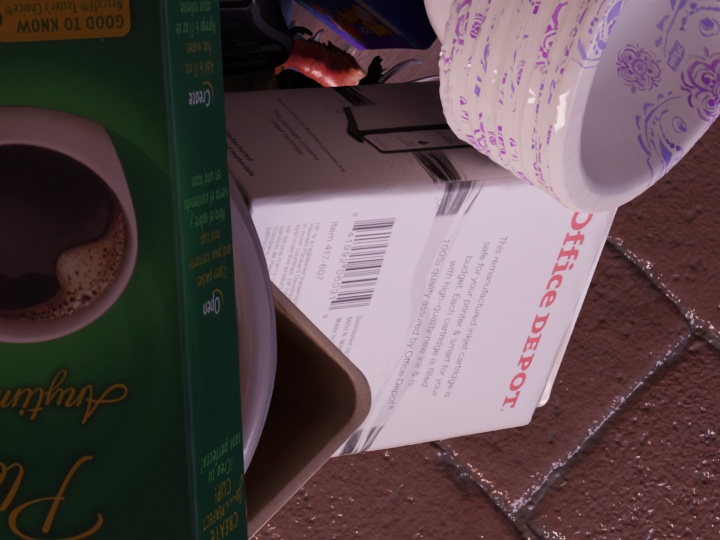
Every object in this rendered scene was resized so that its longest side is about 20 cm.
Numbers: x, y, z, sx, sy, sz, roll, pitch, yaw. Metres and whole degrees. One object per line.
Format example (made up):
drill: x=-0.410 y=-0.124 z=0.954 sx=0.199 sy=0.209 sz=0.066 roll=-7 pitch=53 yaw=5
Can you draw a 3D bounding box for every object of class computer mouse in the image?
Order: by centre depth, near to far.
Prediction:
computer mouse: x=-0.044 y=-0.120 z=0.844 sx=0.139 sy=0.046 sz=0.200 roll=-7 pitch=173 yaw=11

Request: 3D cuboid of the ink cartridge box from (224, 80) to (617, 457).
ink cartridge box: x=0.000 y=0.000 z=0.939 sx=0.199 sy=0.084 sz=0.147 roll=-6 pitch=128 yaw=-35

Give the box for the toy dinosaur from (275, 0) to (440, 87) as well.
toy dinosaur: x=-0.030 y=-0.090 z=1.143 sx=0.200 sy=0.105 sz=0.181 roll=-47 pitch=174 yaw=18

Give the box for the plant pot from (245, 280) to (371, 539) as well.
plant pot: x=-0.146 y=0.039 z=0.777 sx=0.200 sy=0.200 sz=0.177 roll=-45 pitch=-169 yaw=-7

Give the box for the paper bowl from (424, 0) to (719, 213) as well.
paper bowl: x=0.101 y=-0.132 z=0.863 sx=0.201 sy=0.104 sz=0.201 roll=-45 pitch=156 yaw=-26

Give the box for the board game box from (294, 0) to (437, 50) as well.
board game box: x=0.054 y=-0.193 z=0.971 sx=0.201 sy=0.045 sz=0.134 roll=-55 pitch=-166 yaw=-3

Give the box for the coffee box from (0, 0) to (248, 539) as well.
coffee box: x=-0.093 y=-0.020 z=0.519 sx=0.122 sy=0.202 sz=0.044 roll=-3 pitch=-173 yaw=14

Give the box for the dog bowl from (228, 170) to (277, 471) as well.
dog bowl: x=-0.117 y=0.022 z=0.663 sx=0.200 sy=0.200 sz=0.059 roll=-45 pitch=-169 yaw=-7

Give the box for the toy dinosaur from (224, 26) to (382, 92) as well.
toy dinosaur: x=-0.037 y=-0.061 z=0.993 sx=0.048 sy=0.087 sz=0.201 roll=-84 pitch=179 yaw=-55
